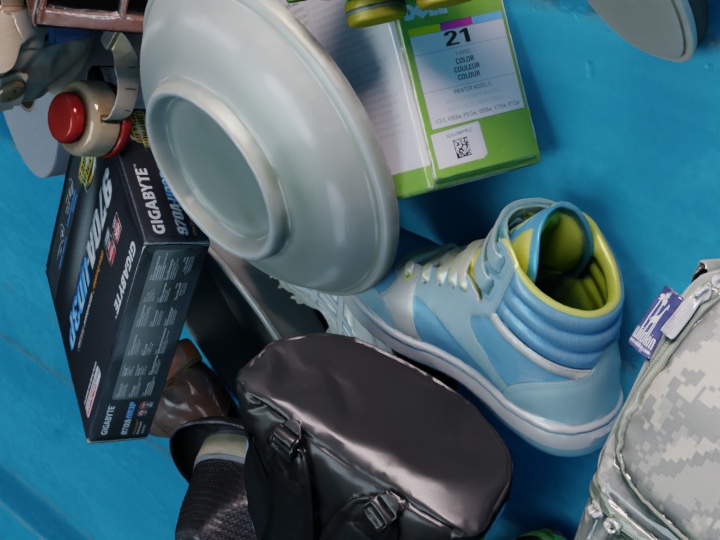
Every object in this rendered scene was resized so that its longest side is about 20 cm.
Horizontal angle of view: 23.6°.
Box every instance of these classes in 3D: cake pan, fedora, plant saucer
[{"bbox_3d":[-0.072,0.039,1.167,0.200,0.037,0.201,47,160,22],"label":"cake pan"},{"bbox_3d":[-0.061,0.191,1.172,0.199,0.092,0.201,21,148,14],"label":"fedora"},{"bbox_3d":[-0.064,-0.062,0.927,0.200,0.050,0.201,38,150,27],"label":"plant saucer"}]

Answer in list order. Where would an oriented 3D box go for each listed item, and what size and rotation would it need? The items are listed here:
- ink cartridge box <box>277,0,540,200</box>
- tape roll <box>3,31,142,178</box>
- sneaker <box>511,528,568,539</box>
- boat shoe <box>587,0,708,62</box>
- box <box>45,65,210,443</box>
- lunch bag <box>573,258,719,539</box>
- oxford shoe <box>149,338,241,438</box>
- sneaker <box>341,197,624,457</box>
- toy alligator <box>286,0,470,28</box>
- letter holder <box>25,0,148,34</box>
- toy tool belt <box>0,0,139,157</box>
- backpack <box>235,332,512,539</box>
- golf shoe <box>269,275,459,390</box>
[{"bbox_3d":[0.006,-0.138,0.926,0.147,0.075,0.202,-9,95,60],"label":"ink cartridge box"},{"bbox_3d":[-0.214,-0.170,1.217,0.200,0.065,0.203,168,90,-68],"label":"tape roll"},{"bbox_3d":[0.068,0.214,1.067,0.077,0.083,0.200,58,149,13],"label":"sneaker"},{"bbox_3d":[0.109,-0.162,0.718,0.067,0.057,0.200,25,166,40],"label":"boat shoe"},{"bbox_3d":[-0.159,-0.009,1.141,0.201,0.046,0.160,113,145,-44],"label":"box"},{"bbox_3d":[0.199,0.109,0.745,0.200,0.138,0.169,40,125,36],"label":"lunch bag"},{"bbox_3d":[-0.126,0.110,1.281,0.073,0.071,0.200,47,172,8],"label":"oxford shoe"},{"bbox_3d":[0.066,-0.003,0.924,0.199,0.079,0.132,33,140,29],"label":"sneaker"},{"bbox_3d":[0.037,-0.155,0.797,0.198,0.054,0.060,-10,93,31],"label":"toy alligator"},{"bbox_3d":[-0.148,-0.251,1.004,0.201,0.099,0.143,-116,35,-48],"label":"letter holder"},{"bbox_3d":[-0.234,-0.145,1.055,0.201,0.122,0.125,56,128,26],"label":"toy tool belt"},{"bbox_3d":[0.007,0.134,0.984,0.162,0.154,0.201,30,134,18],"label":"backpack"},{"bbox_3d":[0.000,0.000,1.056,0.097,0.078,0.202,-19,101,43],"label":"golf shoe"}]
